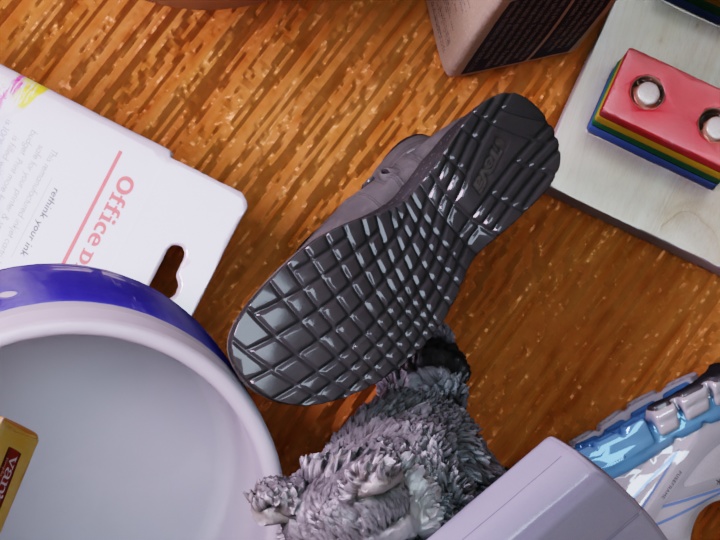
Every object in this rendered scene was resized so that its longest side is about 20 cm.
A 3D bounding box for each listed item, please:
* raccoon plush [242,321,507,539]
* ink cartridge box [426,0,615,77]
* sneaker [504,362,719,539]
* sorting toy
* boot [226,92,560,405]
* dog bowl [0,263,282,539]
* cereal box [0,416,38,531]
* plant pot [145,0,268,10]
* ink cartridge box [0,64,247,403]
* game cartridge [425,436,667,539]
[{"bbox_3d":[-0.005,0.072,1.323,0.097,0.134,0.201,-34,49,12],"label":"raccoon plush"},{"bbox_3d":[0.063,-0.209,1.399,0.075,0.165,0.201,-11,83,-10],"label":"ink cartridge box"},{"bbox_3d":[0.107,0.122,1.401,0.199,0.075,0.087,-25,94,-5],"label":"sneaker"},{"bbox_3d":[0.216,-0.094,1.442,0.198,0.070,0.201,25,80,-1],"label":"sorting toy"},{"bbox_3d":[0.000,0.000,1.370,0.200,0.130,0.068,-42,99,-26],"label":"boot"},{"bbox_3d":[-0.137,0.101,1.324,0.199,0.079,0.201,-5,111,-13],"label":"dog bowl"},{"bbox_3d":[-0.247,0.100,1.235,0.199,0.040,0.145,18,81,25],"label":"cereal box"},{"bbox_3d":[-0.072,-0.211,1.397,0.199,0.140,0.202,0,82,-1],"label":"plant pot"},{"bbox_3d":[-0.164,-0.027,1.400,0.199,0.068,0.116,27,81,0],"label":"ink cartridge box"},{"bbox_3d":[0.088,0.171,1.306,0.133,0.200,0.041,-42,42,-16],"label":"game cartridge"}]
